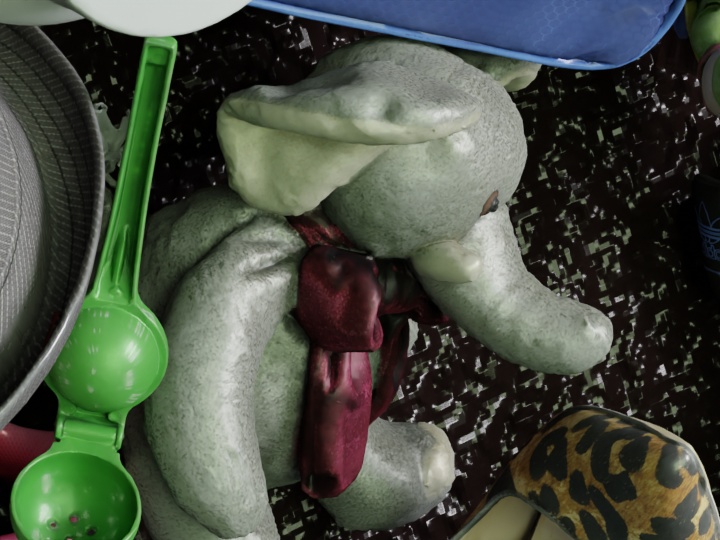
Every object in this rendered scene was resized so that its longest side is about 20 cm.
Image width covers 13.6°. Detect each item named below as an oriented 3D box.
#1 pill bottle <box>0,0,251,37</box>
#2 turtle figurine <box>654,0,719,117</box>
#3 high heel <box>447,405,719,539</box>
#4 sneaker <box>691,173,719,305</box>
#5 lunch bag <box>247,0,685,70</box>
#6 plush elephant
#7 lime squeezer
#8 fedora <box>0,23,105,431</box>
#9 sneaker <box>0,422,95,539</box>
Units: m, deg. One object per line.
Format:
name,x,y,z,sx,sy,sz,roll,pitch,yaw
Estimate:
pill bottle,-0.097,-0.127,0.759,0.112,0.200,0.113,-17,121,-31
turtle figurine,0.178,-0.067,0.919,0.194,0.200,0.144,51,33,-7
high heel,0.035,0.116,0.915,0.071,0.200,0.142,46,69,4
sneaker,0.201,-0.047,1.055,0.200,0.070,0.078,-36,117,-19
lunch bag,0.013,-0.147,0.867,0.199,0.133,0.136,8,118,-22
plush elephant,0.000,0.000,0.895,0.201,0.154,0.165,59,26,-4
lime squeezer,-0.076,0.039,0.817,0.037,0.071,0.201,9,81,11
fedora,-0.160,-0.029,0.783,0.176,0.201,0.091,-21,141,-1
sneaker,-0.156,0.053,0.852,0.199,0.095,0.079,16,58,-31
